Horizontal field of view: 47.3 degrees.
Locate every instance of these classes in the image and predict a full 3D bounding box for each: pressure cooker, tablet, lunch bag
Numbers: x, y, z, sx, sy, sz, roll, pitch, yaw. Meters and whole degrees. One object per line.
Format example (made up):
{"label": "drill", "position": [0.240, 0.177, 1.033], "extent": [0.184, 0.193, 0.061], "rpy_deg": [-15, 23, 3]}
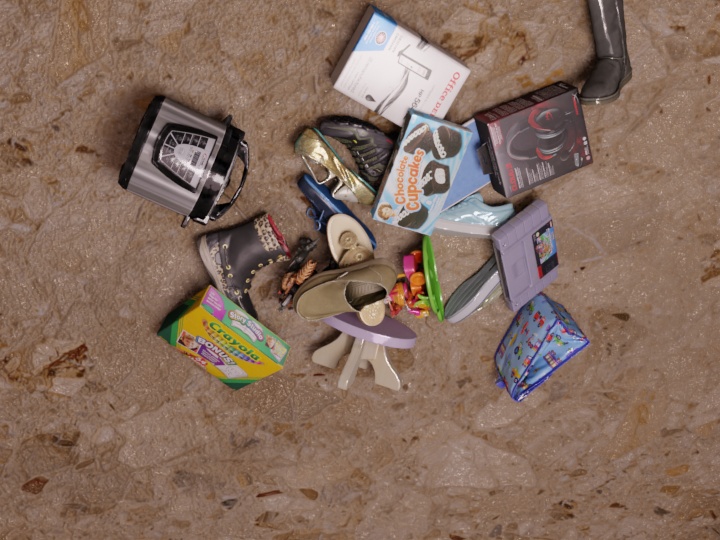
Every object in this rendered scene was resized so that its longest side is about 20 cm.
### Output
{"label": "pressure cooker", "position": [-0.291, -0.185, 1.400], "extent": [0.198, 0.180, 0.176], "rpy_deg": [25, 132, -17]}
{"label": "tablet", "position": [0.161, -0.183, 1.505], "extent": [0.199, 0.014, 0.131], "rpy_deg": [-31, 118, -14]}
{"label": "lunch bag", "position": [0.335, 0.158, 1.635], "extent": [0.094, 0.151, 0.201], "rpy_deg": [33, 106, -19]}

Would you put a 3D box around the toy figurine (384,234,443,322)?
{"label": "toy figurine", "position": [0.056, 0.034, 1.583], "extent": [0.182, 0.151, 0.201], "rpy_deg": [-8, 140, 12]}

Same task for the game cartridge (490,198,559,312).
{"label": "game cartridge", "position": [0.318, -0.026, 1.564], "extent": [0.129, 0.038, 0.201], "rpy_deg": [-33, 134, -12]}

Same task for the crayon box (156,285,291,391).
{"label": "crayon box", "position": [-0.260, 0.133, 1.558], "extent": [0.200, 0.059, 0.172], "rpy_deg": [39, 139, -21]}

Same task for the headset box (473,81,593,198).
{"label": "headset box", "position": [0.305, -0.233, 1.490], "extent": [0.198, 0.075, 0.150], "rpy_deg": [-22, 115, -5]}

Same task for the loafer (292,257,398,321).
{"label": "loafer", "position": [-0.030, 0.038, 1.413], "extent": [0.198, 0.068, 0.076], "rpy_deg": [-24, 117, 17]}

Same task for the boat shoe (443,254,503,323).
{"label": "boat shoe", "position": [0.250, 0.038, 1.618], "extent": [0.062, 0.072, 0.200], "rpy_deg": [39, 103, -26]}

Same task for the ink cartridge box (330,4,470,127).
{"label": "ink cartridge box", "position": [0.069, -0.339, 1.420], "extent": [0.199, 0.084, 0.147], "rpy_deg": [26, 109, -17]}

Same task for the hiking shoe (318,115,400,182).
{"label": "hiking shoe", "position": [0.013, -0.210, 1.476], "extent": [0.198, 0.076, 0.102], "rpy_deg": [16, 108, -14]}

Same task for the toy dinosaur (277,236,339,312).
{"label": "toy dinosaur", "position": [-0.101, 0.019, 1.517], "extent": [0.102, 0.199, 0.136], "rpy_deg": [46, 68, -19]}

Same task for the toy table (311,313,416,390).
{"label": "toy table", "position": [0.001, 0.148, 1.589], "extent": [0.198, 0.183, 0.118], "rpy_deg": [21, 106, 24]}

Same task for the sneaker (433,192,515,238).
{"label": "sneaker", "position": [0.196, -0.108, 1.558], "extent": [0.198, 0.074, 0.083], "rpy_deg": [6, 84, -5]}

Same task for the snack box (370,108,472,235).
{"label": "snack box", "position": [0.105, -0.169, 1.439], "extent": [0.115, 0.037, 0.202], "rpy_deg": [14, 114, -15]}

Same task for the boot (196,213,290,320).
{"label": "boot", "position": [-0.201, -0.002, 1.544], "extent": [0.149, 0.073, 0.201], "rpy_deg": [-23, 108, 7]}

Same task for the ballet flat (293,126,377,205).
{"label": "ballet flat", "position": [-0.044, -0.169, 1.478], "extent": [0.071, 0.071, 0.200], "rpy_deg": [-41, 114, 11]}

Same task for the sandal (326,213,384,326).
{"label": "sandal", "position": [0.005, -0.002, 1.463], "extent": [0.077, 0.070, 0.214], "rpy_deg": [-21, 99, -18]}

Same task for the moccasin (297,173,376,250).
{"label": "moccasin", "position": [-0.052, -0.090, 1.520], "extent": [0.068, 0.081, 0.200], "rpy_deg": [-38, 112, 15]}

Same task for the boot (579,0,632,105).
{"label": "boot", "position": [0.414, -0.403, 1.404], "extent": [0.072, 0.182, 0.202], "rpy_deg": [8, 127, 30]}
